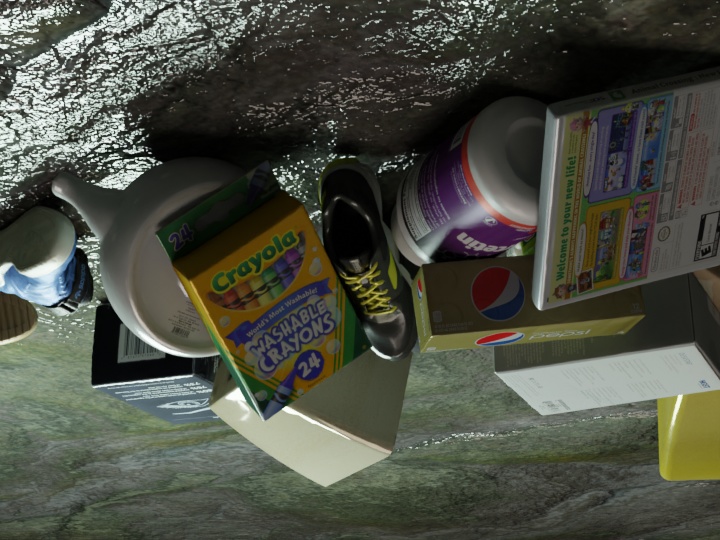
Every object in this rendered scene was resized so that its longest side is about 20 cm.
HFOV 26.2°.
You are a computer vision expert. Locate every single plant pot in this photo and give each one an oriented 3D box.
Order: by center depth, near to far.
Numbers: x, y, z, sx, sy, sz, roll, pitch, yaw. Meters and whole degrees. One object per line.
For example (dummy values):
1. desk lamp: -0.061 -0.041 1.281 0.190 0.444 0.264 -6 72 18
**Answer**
1. plant pot: 0.425 0.104 1.726 0.197 0.202 0.177 -4 149 13
2. plant pot: -0.062 0.110 1.772 0.175 0.202 0.200 20 155 -18

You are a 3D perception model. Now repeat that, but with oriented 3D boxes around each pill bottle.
1. pill bottle: 0.104 -0.067 1.368 0.111 0.114 0.200 10 158 -23

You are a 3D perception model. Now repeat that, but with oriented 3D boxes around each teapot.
1. teapot: -0.161 -0.022 1.464 0.196 0.202 0.146 -24 -153 -17

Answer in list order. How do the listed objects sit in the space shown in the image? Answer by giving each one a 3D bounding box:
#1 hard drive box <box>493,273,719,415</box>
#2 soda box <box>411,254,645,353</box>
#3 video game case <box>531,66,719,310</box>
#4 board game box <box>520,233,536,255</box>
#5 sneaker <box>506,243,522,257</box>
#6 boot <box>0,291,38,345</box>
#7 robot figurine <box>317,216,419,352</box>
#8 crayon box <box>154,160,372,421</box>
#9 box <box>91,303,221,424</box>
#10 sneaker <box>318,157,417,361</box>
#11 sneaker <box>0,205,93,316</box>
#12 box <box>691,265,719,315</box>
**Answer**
1. hard drive box: 0.246 0.074 1.519 0.198 0.078 0.156 -10 157 22
2. soda box: 0.149 0.026 1.382 0.197 0.069 0.064 -5 163 -9
3. video game case: 0.231 -0.068 1.279 0.180 0.022 0.202 -14 132 -15
4. board game box: 0.239 -0.072 1.375 0.101 0.048 0.200 13 142 -31
5. sneaker: 0.177 -0.032 1.530 0.074 0.082 0.201 2 141 -10
6. boot: -0.476 0.061 1.861 0.197 0.073 0.166 1 172 -2
7. robot figurine: 0.033 0.016 1.582 0.198 0.126 0.149 18 150 -39
8. crayon box: -0.085 0.020 1.403 0.052 0.125 0.201 36 156 58
9. box: -0.214 0.111 1.891 0.146 0.106 0.200 -7 159 22
10. sneaker: 0.000 0.000 1.440 0.074 0.202 0.085 -16 -162 14
11. sneaker: -0.314 -0.007 1.609 0.110 0.078 0.199 22 157 -32
12. box: 0.325 -0.019 1.518 0.077 0.096 0.199 -15 156 35
